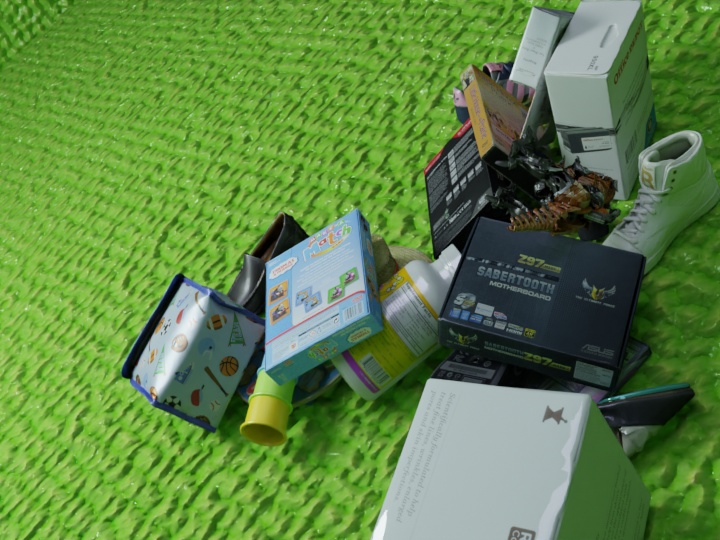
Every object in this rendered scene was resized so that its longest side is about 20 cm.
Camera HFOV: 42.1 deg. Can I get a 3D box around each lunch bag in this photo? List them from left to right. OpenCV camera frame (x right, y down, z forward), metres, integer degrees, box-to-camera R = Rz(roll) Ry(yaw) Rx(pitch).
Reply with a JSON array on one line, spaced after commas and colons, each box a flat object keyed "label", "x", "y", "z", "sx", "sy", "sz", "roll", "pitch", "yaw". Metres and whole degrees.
[{"label": "lunch bag", "x": -0.237, "y": 0.102, "z": 1.281, "sx": 0.172, "sy": 0.123, "sz": 0.199, "roll": -61, "pitch": 27, "yaw": -5}]

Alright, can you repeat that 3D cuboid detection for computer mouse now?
[{"label": "computer mouse", "x": 0.151, "y": 0.108, "z": 1.053, "sx": 0.137, "sy": 0.053, "sz": 0.200, "roll": 12, "pitch": 44, "yaw": 45}]

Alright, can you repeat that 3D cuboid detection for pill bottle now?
[{"label": "pill bottle", "x": 0.057, "y": 0.059, "z": 1.137, "sx": 0.199, "sy": 0.104, "sz": 0.105, "roll": -39, "pitch": 38, "yaw": 4}]

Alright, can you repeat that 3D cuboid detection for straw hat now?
[{"label": "straw hat", "x": 0.000, "y": 0.000, "z": 1.243, "sx": 0.197, "sy": 0.086, "sz": 0.203, "roll": -14, "pitch": 37, "yaw": 10}]

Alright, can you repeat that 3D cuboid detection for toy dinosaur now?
[{"label": "toy dinosaur", "x": 0.220, "y": -0.087, "z": 1.053, "sx": 0.135, "sy": 0.199, "sz": 0.103, "roll": 33, "pitch": 106, "yaw": 24}]

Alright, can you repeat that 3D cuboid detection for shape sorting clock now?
[{"label": "shape sorting clock", "x": -0.086, "y": 0.104, "z": 1.260, "sx": 0.197, "sy": 0.039, "sz": 0.202, "roll": -20, "pitch": 41, "yaw": 18}]

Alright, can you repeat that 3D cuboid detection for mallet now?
[{"label": "mallet", "x": 0.225, "y": -0.077, "z": 1.206, "sx": 0.198, "sy": 0.067, "sz": 0.041, "roll": 5, "pitch": 21, "yaw": 42}]

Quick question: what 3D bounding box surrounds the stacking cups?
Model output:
[{"label": "stacking cups", "x": -0.106, "y": 0.119, "z": 1.188, "sx": 0.060, "sy": 0.061, "sz": 0.203, "roll": -12, "pitch": 49, "yaw": 25}]

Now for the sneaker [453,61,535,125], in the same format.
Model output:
[{"label": "sneaker", "x": 0.228, "y": -0.290, "z": 1.414, "sx": 0.199, "sy": 0.082, "sz": 0.070, "roll": -37, "pitch": 38, "yaw": -4}]

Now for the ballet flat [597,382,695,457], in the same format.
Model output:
[{"label": "ballet flat", "x": 0.241, "y": 0.158, "z": 0.946, "sx": 0.196, "sy": 0.074, "sz": 0.074, "roll": -7, "pitch": 42, "yaw": 3}]

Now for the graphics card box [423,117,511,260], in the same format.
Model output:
[{"label": "graphics card box", "x": 0.145, "y": -0.109, "z": 1.268, "sx": 0.126, "sy": 0.050, "sz": 0.202, "roll": -47, "pitch": 27, "yaw": 31}]

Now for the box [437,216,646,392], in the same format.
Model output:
[{"label": "box", "x": 0.199, "y": 0.032, "z": 1.024, "sx": 0.197, "sy": 0.051, "sz": 0.159, "roll": 15, "pitch": 52, "yaw": 16}]

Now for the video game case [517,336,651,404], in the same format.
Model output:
[{"label": "video game case", "x": 0.206, "y": 0.130, "z": 1.042, "sx": 0.200, "sy": 0.019, "sz": 0.142, "roll": -44, "pitch": 39, "yaw": -13}]

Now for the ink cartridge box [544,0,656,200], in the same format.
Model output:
[{"label": "ink cartridge box", "x": 0.306, "y": -0.214, "z": 1.176, "sx": 0.083, "sy": 0.201, "sz": 0.146, "roll": 10, "pitch": 54, "yaw": 31}]

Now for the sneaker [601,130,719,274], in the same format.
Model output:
[{"label": "sneaker", "x": 0.330, "y": -0.077, "z": 1.092, "sx": 0.200, "sy": 0.116, "sz": 0.073, "roll": -43, "pitch": 41, "yaw": -9}]

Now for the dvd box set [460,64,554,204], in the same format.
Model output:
[{"label": "dvd box set", "x": 0.205, "y": -0.181, "z": 1.269, "sx": 0.029, "sy": 0.145, "sz": 0.202, "roll": -42, "pitch": 33, "yaw": 29}]

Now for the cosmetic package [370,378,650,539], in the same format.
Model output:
[{"label": "cosmetic package", "x": 0.141, "y": 0.221, "z": 0.832, "sx": 0.163, "sy": 0.201, "sz": 0.167, "roll": 1, "pitch": 55, "yaw": 36}]

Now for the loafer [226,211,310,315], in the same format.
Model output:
[{"label": "loafer", "x": -0.156, "y": 0.000, "z": 1.393, "sx": 0.072, "sy": 0.073, "sz": 0.201, "roll": 13, "pitch": 58, "yaw": 42}]

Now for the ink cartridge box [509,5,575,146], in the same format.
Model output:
[{"label": "ink cartridge box", "x": 0.241, "y": -0.250, "z": 1.228, "sx": 0.043, "sy": 0.176, "sz": 0.199, "roll": 25, "pitch": 21, "yaw": 19}]

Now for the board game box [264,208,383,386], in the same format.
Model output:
[{"label": "board game box", "x": -0.050, "y": 0.028, "z": 1.152, "sx": 0.150, "sy": 0.037, "sz": 0.202, "roll": -29, "pitch": 37, "yaw": 18}]
